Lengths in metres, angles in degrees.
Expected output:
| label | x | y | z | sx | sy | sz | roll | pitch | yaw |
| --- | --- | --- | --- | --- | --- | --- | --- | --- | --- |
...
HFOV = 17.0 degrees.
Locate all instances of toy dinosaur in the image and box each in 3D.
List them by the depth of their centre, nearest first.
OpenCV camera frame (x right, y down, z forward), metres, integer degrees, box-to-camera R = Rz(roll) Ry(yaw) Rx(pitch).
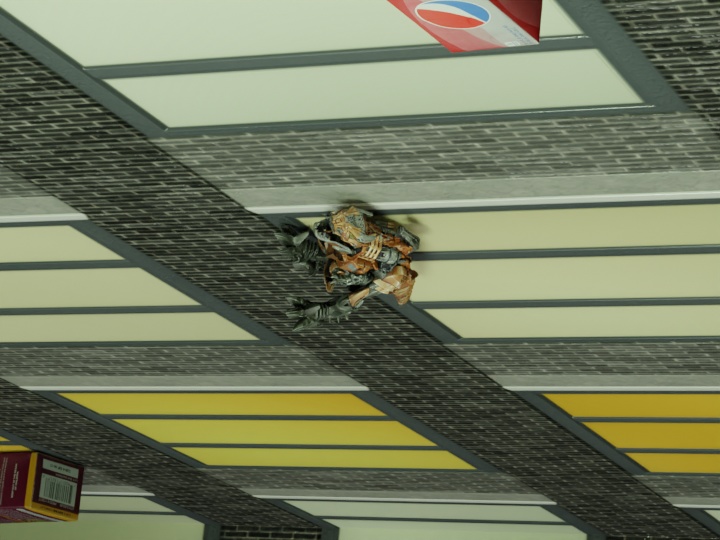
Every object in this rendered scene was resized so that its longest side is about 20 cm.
| label | x | y | z | sx | sy | sz | roll | pitch | yaw |
| --- | --- | --- | --- | --- | --- | --- | --- | --- | --- |
| toy dinosaur | 0.000 | 0.000 | 2.232 | 0.136 | 0.102 | 0.200 | -17 | 135 | 18 |

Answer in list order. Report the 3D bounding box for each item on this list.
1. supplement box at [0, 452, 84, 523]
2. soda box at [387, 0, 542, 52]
| label | x | y | z | sx | sy | sz | roll | pitch | yaw |
| --- | --- | --- | --- | --- | --- | --- | --- | --- | --- |
| supplement box | -0.522 | 0.323 | 3.568 | 0.200 | 0.086 | 0.110 | -5 | 161 | 34 |
| soda box | 0.046 | -0.204 | 1.530 | 0.070 | 0.064 | 0.200 | -3 | 162 | 30 |
